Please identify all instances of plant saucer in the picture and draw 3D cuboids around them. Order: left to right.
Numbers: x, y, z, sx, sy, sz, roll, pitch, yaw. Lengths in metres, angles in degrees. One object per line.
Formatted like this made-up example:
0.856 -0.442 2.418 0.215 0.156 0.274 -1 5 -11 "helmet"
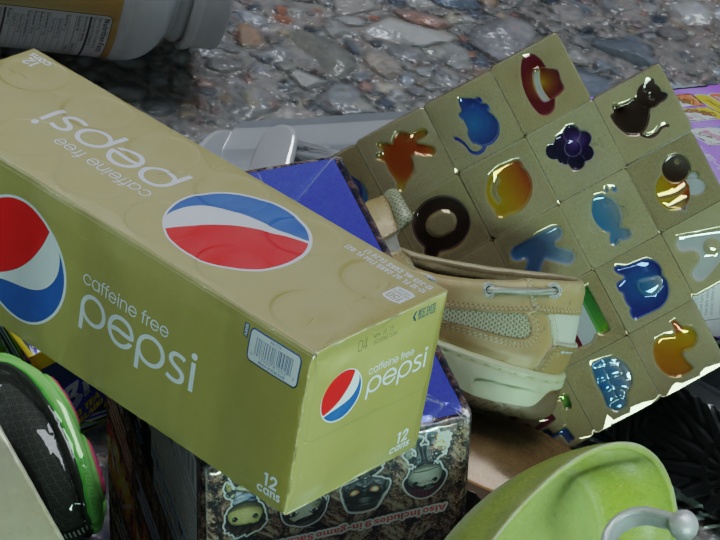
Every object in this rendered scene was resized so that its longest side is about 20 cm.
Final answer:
0.051 0.151 0.987 0.031 0.201 0.200 22 34 29 "plant saucer"

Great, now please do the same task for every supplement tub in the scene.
-0.167 -0.186 1.409 0.199 0.145 0.145 5 36 -12 "supplement tub"

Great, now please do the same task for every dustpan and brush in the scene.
-0.051 -0.003 1.267 0.139 0.057 0.201 -2 59 36 "dustpan and brush"

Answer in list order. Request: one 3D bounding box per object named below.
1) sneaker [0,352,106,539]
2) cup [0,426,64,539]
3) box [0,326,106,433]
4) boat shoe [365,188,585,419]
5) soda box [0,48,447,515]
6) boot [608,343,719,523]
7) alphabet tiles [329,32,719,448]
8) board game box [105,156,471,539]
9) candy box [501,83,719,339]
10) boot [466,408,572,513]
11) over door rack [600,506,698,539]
-0.188 0.064 1.144 0.200 0.077 0.084 28 54 24 "sneaker"
-0.178 0.116 0.982 0.143 0.201 0.200 -30 48 -10 "cup"
-0.161 -0.015 1.240 0.070 0.064 0.200 -28 49 -18 "box"
0.000 0.000 1.160 0.199 0.076 0.072 15 11 -18 "boat shoe"
-0.070 -0.001 0.919 0.200 0.064 0.068 31 36 31 "soda box"
0.238 0.071 1.287 0.200 0.066 0.165 -17 47 -43 "boot"
0.066 0.000 1.202 0.200 0.167 0.006 -29 10 2 "alphabet tiles"
-0.033 0.088 1.028 0.096 0.201 0.160 -10 40 -15 "board game box"
0.127 -0.026 1.317 0.199 0.072 0.168 -7 22 -19 "candy box"
0.024 0.082 1.184 0.200 0.074 0.075 30 35 6 "boot"
0.134 0.200 0.957 0.066 0.148 0.200 -13 46 8 "over door rack"
